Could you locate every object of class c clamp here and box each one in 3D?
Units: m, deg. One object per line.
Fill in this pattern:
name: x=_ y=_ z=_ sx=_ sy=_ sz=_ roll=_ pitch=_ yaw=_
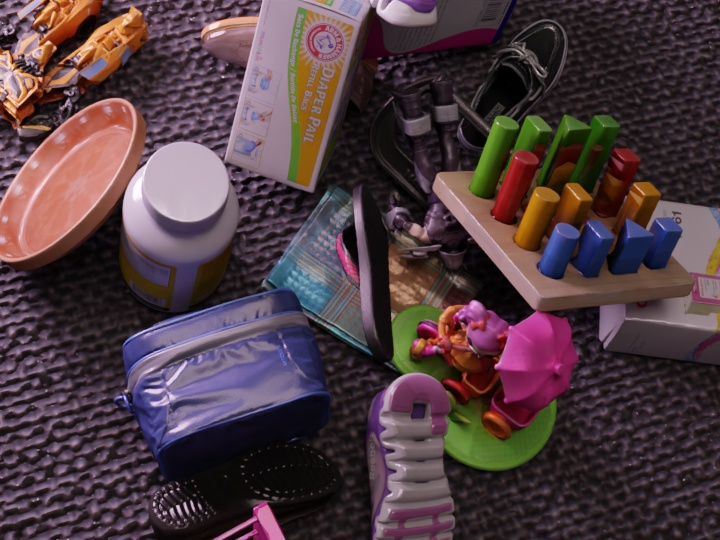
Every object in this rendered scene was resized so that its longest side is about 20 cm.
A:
c clamp: x=0.116 y=-0.135 z=1.460 sx=0.199 sy=0.027 sz=0.172 roll=37 pitch=102 yaw=0

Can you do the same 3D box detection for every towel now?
towel: x=0.014 y=0.013 z=1.426 sx=0.198 sy=0.022 sz=0.147 roll=31 pitch=66 yaw=7

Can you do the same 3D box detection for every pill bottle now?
pill bottle: x=-0.176 y=-0.043 z=1.323 sx=0.110 sy=0.200 sz=0.114 roll=4 pitch=67 yaw=-11

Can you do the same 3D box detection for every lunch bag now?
lunch bag: x=-0.136 y=0.103 z=1.301 sx=0.197 sy=0.136 sz=0.134 roll=-16 pitch=68 yaw=-13

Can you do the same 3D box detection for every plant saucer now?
plant saucer: x=-0.287 y=-0.083 z=1.360 sx=0.032 sy=0.199 sz=0.202 roll=43 pitch=58 yaw=-36

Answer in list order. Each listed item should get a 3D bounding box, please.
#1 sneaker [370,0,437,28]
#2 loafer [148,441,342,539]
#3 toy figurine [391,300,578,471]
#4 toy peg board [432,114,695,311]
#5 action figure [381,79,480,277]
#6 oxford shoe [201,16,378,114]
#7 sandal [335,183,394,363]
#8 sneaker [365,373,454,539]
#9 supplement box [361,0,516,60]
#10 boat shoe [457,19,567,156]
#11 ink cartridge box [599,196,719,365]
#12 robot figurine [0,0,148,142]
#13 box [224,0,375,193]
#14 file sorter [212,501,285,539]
sneaker: x=0.021 y=-0.327 z=1.357 sx=0.080 sy=0.089 sz=0.200 roll=-10 pitch=46 yaw=-38
loafer: x=-0.111 y=0.220 z=1.294 sx=0.197 sy=0.072 sz=0.073 roll=-10 pitch=46 yaw=-27
toy figurine: x=0.129 y=0.080 z=1.309 sx=0.200 sy=0.184 sz=0.150 roll=41 pitch=65 yaw=5
toy peg board: x=0.209 y=-0.067 z=1.321 sx=0.198 sy=0.099 sz=0.200 roll=-5 pitch=40 yaw=-32
action figure: x=0.083 y=-0.092 z=1.413 sx=0.128 sy=0.069 sz=0.203 roll=-13 pitch=100 yaw=-19
oxford shoe: x=-0.081 y=-0.223 z=1.495 sx=0.197 sy=0.071 sz=0.074 roll=12 pitch=68 yaw=-3
sandal: x=0.000 y=0.000 z=1.382 sx=0.044 sy=0.075 sz=0.203 roll=-14 pitch=60 yaw=19
sneaker: x=0.039 y=0.200 z=1.310 sx=0.079 sy=0.088 sz=0.204 roll=4 pitch=86 yaw=-25
supplement box: x=0.066 y=-0.309 z=1.503 sx=0.198 sy=0.102 sz=0.104 roll=-13 pitch=58 yaw=-31
boat shoe: x=0.175 y=-0.218 z=1.527 sx=0.073 sy=0.068 sz=0.200 roll=38 pitch=67 yaw=10
ink cartridge box: x=0.357 y=0.015 z=1.437 sx=0.197 sy=0.085 sz=0.147 roll=6 pitch=65 yaw=-3
robot figurine: x=-0.333 y=-0.231 z=1.470 sx=0.145 sy=0.058 sz=0.200 roll=40 pitch=66 yaw=12
box: x=-0.059 y=-0.203 z=1.401 sx=0.100 sy=0.202 sz=0.113 roll=19 pitch=32 yaw=2
file sorter: x=-0.105 y=0.313 z=1.176 sx=0.124 sy=0.201 sz=0.140 roll=-25 pitch=71 yaw=-15
